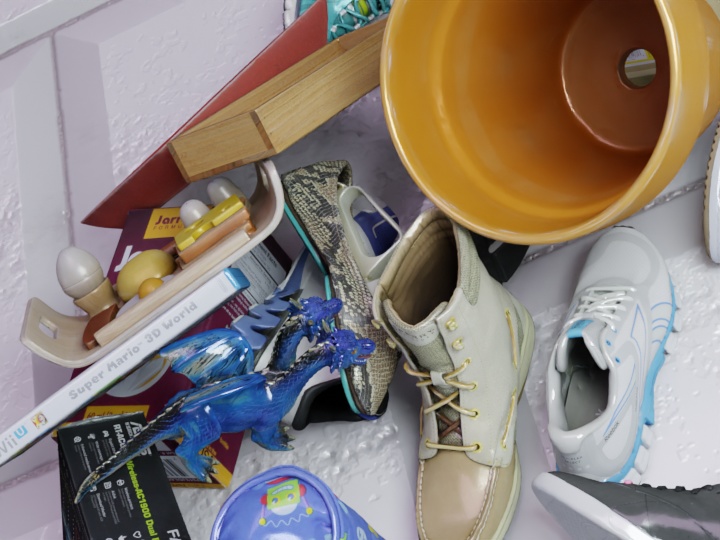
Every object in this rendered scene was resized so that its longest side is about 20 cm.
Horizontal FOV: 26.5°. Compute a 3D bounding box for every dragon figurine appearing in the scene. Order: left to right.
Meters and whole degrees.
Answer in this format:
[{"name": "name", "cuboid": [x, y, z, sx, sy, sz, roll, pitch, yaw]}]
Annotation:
[{"name": "dragon figurine", "cuboid": [-0.090, 0.076, 0.951, 0.200, 0.100, 0.059, -14, 45, -17]}]

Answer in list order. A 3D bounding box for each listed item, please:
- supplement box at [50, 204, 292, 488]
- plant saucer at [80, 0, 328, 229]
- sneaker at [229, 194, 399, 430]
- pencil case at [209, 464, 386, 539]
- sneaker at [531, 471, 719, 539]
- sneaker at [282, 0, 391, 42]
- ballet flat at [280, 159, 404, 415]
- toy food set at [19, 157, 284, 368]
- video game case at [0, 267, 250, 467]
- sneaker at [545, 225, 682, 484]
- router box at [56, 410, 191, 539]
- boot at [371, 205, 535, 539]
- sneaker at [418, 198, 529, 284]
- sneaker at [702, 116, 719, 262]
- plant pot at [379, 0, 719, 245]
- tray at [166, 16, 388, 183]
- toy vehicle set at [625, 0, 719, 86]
[{"name": "supplement box", "cuboid": [-0.137, 0.055, 1.139, 0.110, 0.086, 0.200, -3, 55, 26]}, {"name": "plant saucer", "cuboid": [-0.116, -0.114, 1.205, 0.200, 0.037, 0.200, -48, 10, -30]}, {"name": "sneaker", "cuboid": [-0.014, 0.047, 1.092, 0.115, 0.081, 0.199, 32, 54, 12]}, {"name": "pencil case", "cuboid": [-0.024, 0.181, 0.913, 0.078, 0.200, 0.087, -1, 68, 16]}, {"name": "sneaker", "cuboid": [0.205, 0.143, 0.908, 0.200, 0.071, 0.099, 22, 67, 31]}, {"name": "sneaker", "cuboid": [-0.013, -0.233, 1.296, 0.079, 0.078, 0.200, 9, 63, 19]}, {"name": "ballet flat", "cuboid": [0.000, 0.000, 1.031, 0.075, 0.068, 0.200, -23, 55, 4]}, {"name": "toy food set", "cuboid": [-0.143, -0.017, 1.048, 0.200, 0.060, 0.144, -36, 13, -2]}, {"name": "video game case", "cuboid": [-0.160, 0.063, 1.009, 0.200, 0.143, 0.018, -37, 91, -1]}, {"name": "sneaker", "cuboid": [0.159, 0.046, 0.990, 0.075, 0.087, 0.200, -6, 53, 26]}, {"name": "router box", "cuboid": [-0.142, 0.214, 0.978, 0.062, 0.150, 0.200, -10, 45, -19]}, {"name": "boot", "cuboid": [0.054, 0.076, 0.974, 0.072, 0.155, 0.200, 0, 61, 24]}, {"name": "sneaker", "cuboid": [0.071, -0.048, 1.122, 0.200, 0.076, 0.115, -44, 40, -21]}, {"name": "sneaker", "cuboid": [0.302, -0.092, 1.024, 0.112, 0.071, 0.200, 13, 75, 22]}, {"name": "plant pot", "cuboid": [0.144, -0.127, 0.972, 0.200, 0.183, 0.201, 7, 103, 33]}, {"name": "tray", "cuboid": [-0.035, -0.127, 1.086, 0.099, 0.037, 0.200, -14, 18, 46]}, {"name": "toy vehicle set", "cuboid": [0.187, -0.175, 1.132, 0.199, 0.027, 0.124, -9, 50, -2]}]
